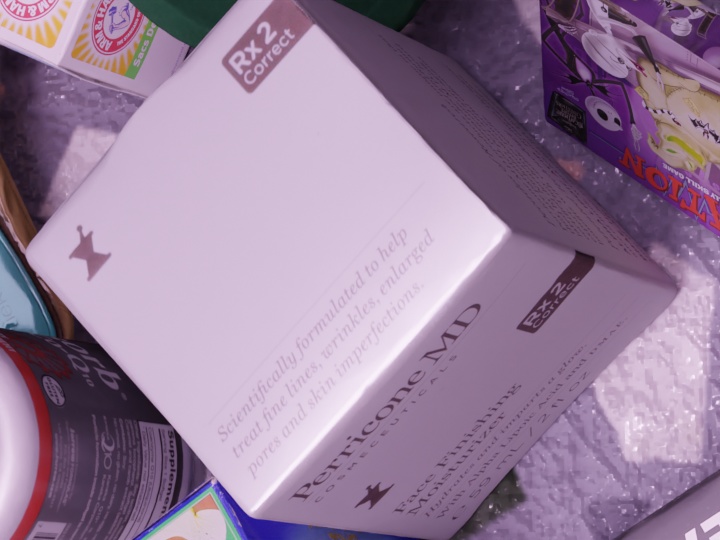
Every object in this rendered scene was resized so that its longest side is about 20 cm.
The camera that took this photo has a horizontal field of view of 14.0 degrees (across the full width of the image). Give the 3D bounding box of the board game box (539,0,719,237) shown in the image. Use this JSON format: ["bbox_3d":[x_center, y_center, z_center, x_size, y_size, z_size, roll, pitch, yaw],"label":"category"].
[{"bbox_3d":[0.159,-0.056,1.247,0.200,0.120,0.032,35,70,26],"label":"board game box"}]

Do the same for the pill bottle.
[{"bbox_3d":[-0.147,0.087,1.327,0.116,0.200,0.116,-3,82,26],"label":"pill bottle"}]

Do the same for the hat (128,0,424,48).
[{"bbox_3d":[-0.019,-0.218,1.344,0.165,0.176,0.200,30,136,-9],"label":"hat"}]

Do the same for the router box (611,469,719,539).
[{"bbox_3d":[0.182,0.102,1.193,0.200,0.149,0.051,-36,70,17],"label":"router box"}]

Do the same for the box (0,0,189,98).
[{"bbox_3d":[-0.122,-0.195,1.407,0.112,0.101,0.200,26,95,27],"label":"box"}]

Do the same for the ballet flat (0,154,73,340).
[{"bbox_3d":[-0.198,-0.036,1.419,0.068,0.063,0.200,-23,92,5],"label":"ballet flat"}]

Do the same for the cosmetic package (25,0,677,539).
[{"bbox_3d":[0.000,0.000,1.267,0.165,0.200,0.165,-49,66,13],"label":"cosmetic package"}]

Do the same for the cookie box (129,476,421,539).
[{"bbox_3d":[-0.001,0.193,1.259,0.075,0.171,0.200,-39,68,19],"label":"cookie box"}]
